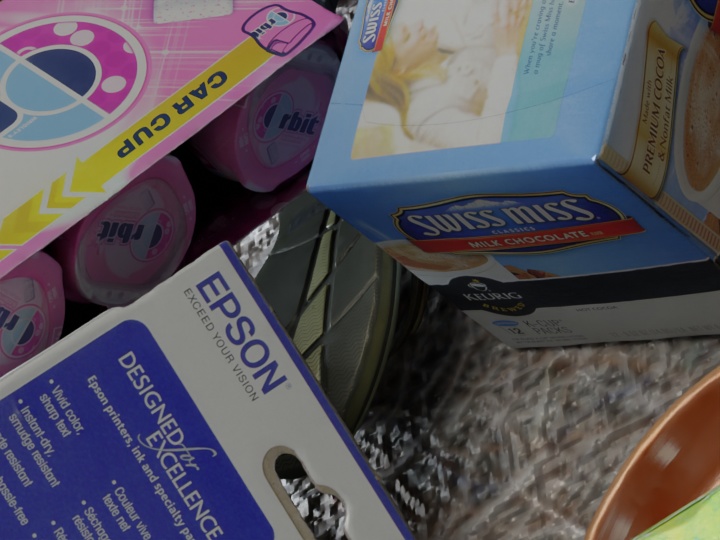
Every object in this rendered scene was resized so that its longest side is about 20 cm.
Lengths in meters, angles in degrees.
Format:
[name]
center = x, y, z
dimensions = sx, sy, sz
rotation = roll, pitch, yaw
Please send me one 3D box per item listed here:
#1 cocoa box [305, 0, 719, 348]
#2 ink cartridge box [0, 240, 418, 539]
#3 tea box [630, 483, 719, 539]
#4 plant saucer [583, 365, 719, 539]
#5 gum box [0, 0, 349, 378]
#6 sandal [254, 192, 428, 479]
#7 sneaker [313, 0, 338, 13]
[cocoa box]
center = 0.088, -0.091, 1.055
dimensions = 0.133, 0.131, 0.201
rotation = -4, 61, 40
[ink cartridge box]
center = -0.078, 0.125, 1.000
dimensions = 0.200, 0.198, 0.047
rotation = -33, 2, -23
[tea box]
center = 0.120, 0.179, 0.815
dimensions = 0.196, 0.134, 0.200
rotation = -35, 64, 19
[plant saucer]
center = 0.154, 0.108, 0.942
dimensions = 0.200, 0.032, 0.201
rotation = -21, 52, 30
[gum box]
center = -0.110, -0.038, 1.076
dimensions = 0.200, 0.066, 0.113
rotation = -39, 51, -25
[sandal]
center = 0.001, -0.001, 1.138
dimensions = 0.080, 0.057, 0.201
rotation = -28, 34, 34
[sneaker]
center = -0.032, -0.134, 1.221
dimensions = 0.082, 0.070, 0.200
rotation = -34, 38, 20
